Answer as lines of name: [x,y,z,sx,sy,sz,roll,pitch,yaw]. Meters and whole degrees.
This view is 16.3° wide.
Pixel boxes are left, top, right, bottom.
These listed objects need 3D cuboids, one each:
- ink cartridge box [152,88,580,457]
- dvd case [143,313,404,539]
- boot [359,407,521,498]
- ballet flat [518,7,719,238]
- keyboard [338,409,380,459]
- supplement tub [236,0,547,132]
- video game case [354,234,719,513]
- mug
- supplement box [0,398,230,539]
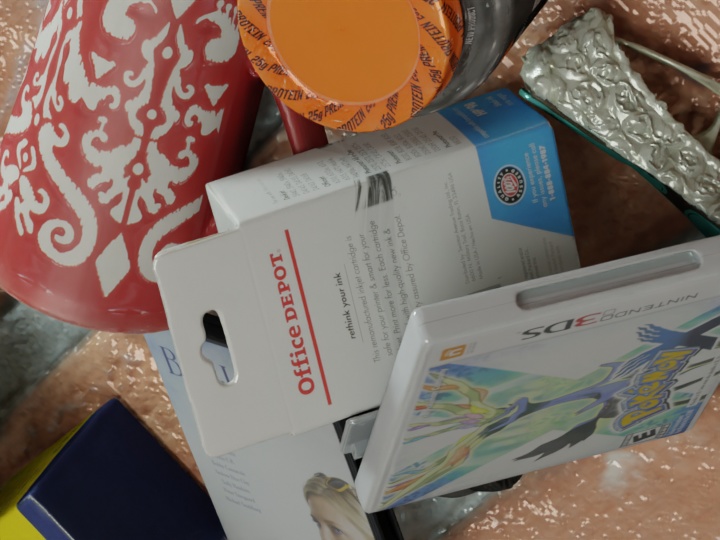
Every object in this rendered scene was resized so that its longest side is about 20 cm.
ink cartridge box: [0.000,0.000,1.204,0.200,0.067,0.116,-18,115,-10]
dvd case: [-0.040,0.110,1.355,0.142,0.018,0.200,16,136,42]
boot: [-0.008,0.045,1.326,0.131,0.070,0.200,-15,104,39]
ballet flat: [0.165,-0.052,1.194,0.200,0.072,0.072,39,126,-3]
keyboard: [0.086,0.055,1.232,0.056,0.199,0.011,97,155,-65]
supplement tub: [0.027,-0.146,1.113,0.122,0.200,0.123,11,122,19]
video game case: [0.097,0.050,1.187,0.200,0.182,0.022,106,148,-62]
mug: [-0.090,-0.082,1.262,0.177,0.134,0.200,13,121,-10]
supplement box: [-0.188,0.183,1.456,0.110,0.109,0.200,48,126,-8]
